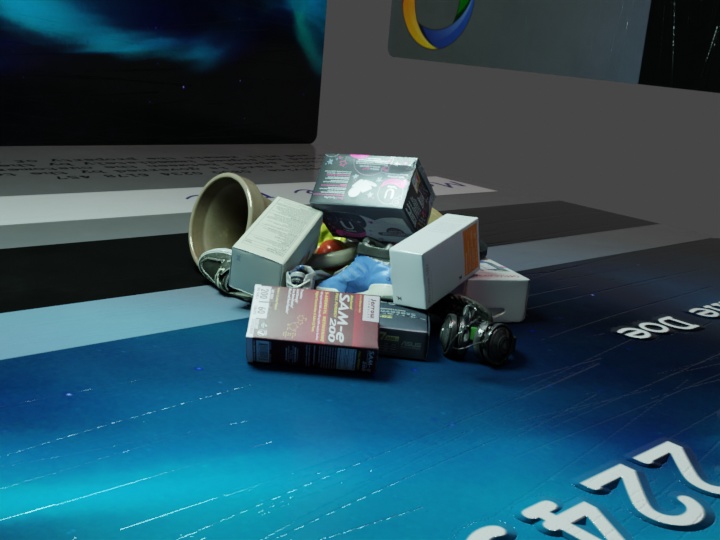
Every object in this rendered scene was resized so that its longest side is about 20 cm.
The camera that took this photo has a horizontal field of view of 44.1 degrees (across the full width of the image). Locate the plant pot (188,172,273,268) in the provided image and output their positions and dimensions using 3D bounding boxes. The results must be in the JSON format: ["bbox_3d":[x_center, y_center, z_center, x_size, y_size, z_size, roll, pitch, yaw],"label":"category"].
[{"bbox_3d":[-0.224,-0.082,1.804,0.198,0.204,0.173,19,5,43],"label":"plant pot"}]

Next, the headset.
[{"bbox_3d":[0.185,0.096,1.425,0.121,0.096,0.200,10,3,18],"label":"headset"}]

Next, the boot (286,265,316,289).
[{"bbox_3d":[-0.114,0.050,1.483,0.072,0.098,0.200,5,14,1],"label":"boot"}]

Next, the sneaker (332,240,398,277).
[{"bbox_3d":[0.032,-0.013,1.713,0.197,0.081,0.075,-23,54,-15],"label":"sneaker"}]

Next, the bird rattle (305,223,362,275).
[{"bbox_3d":[-0.078,-0.036,1.754,0.160,0.115,0.198,-2,4,35],"label":"bird rattle"}]

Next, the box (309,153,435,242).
[{"bbox_3d":[0.024,-0.133,1.678,0.196,0.117,0.133,7,-26,27],"label":"box"}]

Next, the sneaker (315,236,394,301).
[{"bbox_3d":[0.001,0.000,1.608,0.076,0.114,0.198,18,-15,-42],"label":"sneaker"}]

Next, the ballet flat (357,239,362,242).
[{"bbox_3d":[0.064,-0.064,1.785,0.196,0.068,0.057,19,-15,3],"label":"ballet flat"}]

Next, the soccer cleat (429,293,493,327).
[{"bbox_3d":[0.150,0.067,1.592,0.196,0.070,0.073,10,10,27],"label":"soccer cleat"}]

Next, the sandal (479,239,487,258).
[{"bbox_3d":[0.194,-0.047,1.734,0.075,0.044,0.199,13,15,28],"label":"sandal"}]

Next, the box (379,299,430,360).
[{"bbox_3d":[0.016,0.090,1.474,0.195,0.052,0.158,7,15,3],"label":"box"}]

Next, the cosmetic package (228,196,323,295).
[{"bbox_3d":[-0.150,-0.041,1.609,0.102,0.089,0.201,20,35,11],"label":"cosmetic package"}]

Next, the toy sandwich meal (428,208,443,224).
[{"bbox_3d":[0.112,-0.046,1.846,0.200,0.210,0.070,7,-16,5],"label":"toy sandwich meal"}]

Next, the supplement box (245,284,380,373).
[{"bbox_3d":[-0.069,0.087,1.343,0.195,0.062,0.110,5,46,-2],"label":"supplement box"}]

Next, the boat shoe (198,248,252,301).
[{"bbox_3d":[-0.236,0.008,1.653,0.197,0.072,0.063,17,18,31],"label":"boat shoe"}]

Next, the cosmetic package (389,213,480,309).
[{"bbox_3d":[0.133,-0.019,1.551,0.070,0.104,0.199,9,26,34],"label":"cosmetic package"}]

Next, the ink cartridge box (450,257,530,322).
[{"bbox_3d":[0.212,0.030,1.709,0.142,0.089,0.200,0,17,-23],"label":"ink cartridge box"}]

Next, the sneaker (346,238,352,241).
[{"bbox_3d":[0.036,-0.046,1.942,0.197,0.086,0.076,14,15,28],"label":"sneaker"}]
